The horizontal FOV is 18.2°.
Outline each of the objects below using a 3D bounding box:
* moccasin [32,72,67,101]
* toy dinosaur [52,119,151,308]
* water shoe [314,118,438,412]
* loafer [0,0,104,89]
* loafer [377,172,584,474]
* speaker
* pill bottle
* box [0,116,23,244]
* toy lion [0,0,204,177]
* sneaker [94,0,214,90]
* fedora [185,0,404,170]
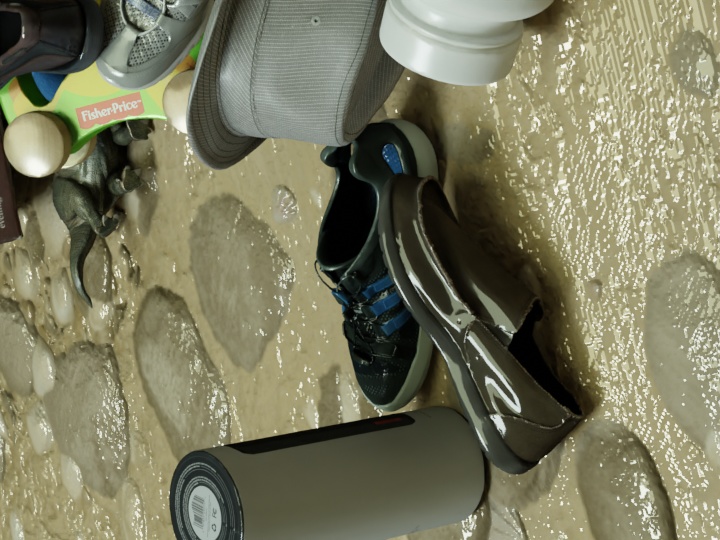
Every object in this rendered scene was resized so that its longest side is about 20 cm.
[{"bbox_3d":[-0.182,-0.214,1.623,0.200,0.080,0.068,-61,26,19],"label":"moccasin"},{"bbox_3d":[-0.206,-0.076,1.703,0.102,0.077,0.201,11,115,63],"label":"toy dinosaur"},{"bbox_3d":[0.000,0.000,1.454,0.071,0.079,0.201,22,118,45],"label":"water shoe"},{"bbox_3d":[-0.256,-0.157,1.522,0.200,0.063,0.072,-5,87,45],"label":"loafer"},{"bbox_3d":[0.079,0.023,1.383,0.071,0.073,0.200,-27,91,24],"label":"loafer"},{"bbox_3d":[-0.018,0.139,1.424,0.081,0.200,0.082,12,105,50],"label":"speaker"},{"bbox_3d":[0.072,-0.212,1.275,0.111,0.111,0.200,41,130,35],"label":"pill bottle"},{"bbox_3d":[-0.384,-0.092,1.761,0.164,0.199,0.167,-160,61,-72],"label":"box"},{"bbox_3d":[-0.168,-0.178,1.555,0.199,0.069,0.192,-14,96,18],"label":"toy lion"},{"bbox_3d":[-0.124,-0.213,1.470,0.075,0.082,0.200,29,97,10],"label":"sneaker"},{"bbox_3d":[-0.024,-0.146,1.387,0.090,0.177,0.201,17,76,17],"label":"fedora"}]
